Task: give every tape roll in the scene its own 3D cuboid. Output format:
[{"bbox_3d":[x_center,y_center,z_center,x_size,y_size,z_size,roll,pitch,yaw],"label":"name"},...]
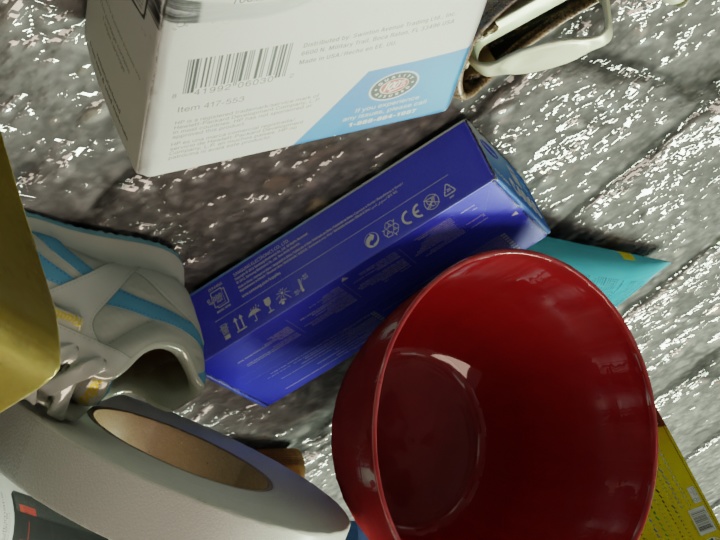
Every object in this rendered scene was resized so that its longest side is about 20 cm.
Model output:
[{"bbox_3d":[-0.102,0.110,0.932,0.202,0.202,0.037,18,96,-53],"label":"tape roll"}]

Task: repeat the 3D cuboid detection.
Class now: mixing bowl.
[{"bbox_3d":[0.058,0.092,0.980,0.199,0.202,0.108,-4,177,-36],"label":"mixing bowl"}]

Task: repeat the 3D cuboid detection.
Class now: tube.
[{"bbox_3d":[0.126,0.008,1.107,0.077,0.051,0.199,-34,157,25],"label":"tube"}]

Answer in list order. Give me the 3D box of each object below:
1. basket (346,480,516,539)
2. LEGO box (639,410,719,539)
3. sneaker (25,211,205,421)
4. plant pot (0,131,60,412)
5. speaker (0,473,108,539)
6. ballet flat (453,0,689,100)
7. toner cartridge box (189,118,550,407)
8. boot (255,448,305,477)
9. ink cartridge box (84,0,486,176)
[{"bbox_3d":[0.007,0.180,1.111,0.198,0.141,0.176,-1,-176,8],"label":"basket"},{"bbox_3d":[0.229,0.234,1.416,0.077,0.201,0.149,-15,151,-19],"label":"LEGO box"},{"bbox_3d":[-0.157,0.026,0.858,0.199,0.081,0.077,5,142,-42],"label":"sneaker"},{"bbox_3d":[-0.249,-0.031,0.575,0.195,0.195,0.200,-31,146,12],"label":"plant pot"},{"bbox_3d":[-0.198,0.143,0.942,0.081,0.082,0.200,-27,161,4],"label":"speaker"},{"bbox_3d":[0.113,-0.139,0.808,0.199,0.068,0.068,-31,153,10],"label":"ballet flat"},{"bbox_3d":[0.000,0.000,0.985,0.199,0.043,0.095,-32,154,12],"label":"toner cartridge box"},{"bbox_3d":[-0.155,0.166,1.155,0.188,0.069,0.200,-44,156,18],"label":"boot"},{"bbox_3d":[-0.021,-0.138,0.677,0.145,0.086,0.201,-14,149,-22],"label":"ink cartridge box"}]
